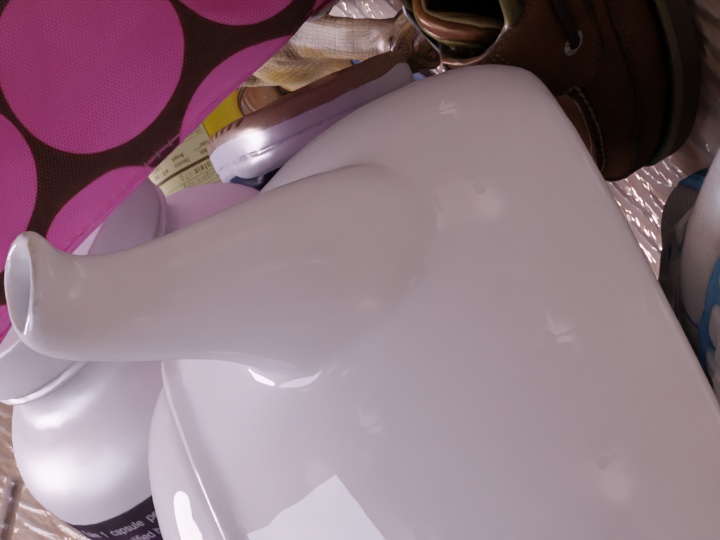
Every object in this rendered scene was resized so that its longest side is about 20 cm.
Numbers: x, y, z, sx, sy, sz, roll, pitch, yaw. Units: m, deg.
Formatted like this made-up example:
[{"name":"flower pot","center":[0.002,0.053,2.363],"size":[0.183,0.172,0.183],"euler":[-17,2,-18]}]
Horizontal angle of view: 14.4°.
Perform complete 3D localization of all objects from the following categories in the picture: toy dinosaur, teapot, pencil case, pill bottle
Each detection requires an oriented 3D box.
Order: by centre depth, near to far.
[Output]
[{"name":"teapot","center":[0.016,0.059,0.693],"size":[0.201,0.145,0.197],"euler":[63,-178,0]},{"name":"pencil case","center":[-0.073,-0.061,0.740],"size":[0.094,0.200,0.091],"euler":[49,168,-17]},{"name":"pill bottle","center":[-0.024,0.051,0.850],"size":[0.200,0.113,0.112],"euler":[38,178,-27]},{"name":"toy dinosaur","center":[-0.041,-0.080,0.972],"size":[0.101,0.058,0.200],"euler":[32,167,-23]}]

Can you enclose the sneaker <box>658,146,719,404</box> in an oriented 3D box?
[{"name":"sneaker","center":[0.099,0.000,0.693],"size":[0.087,0.075,0.200],"euler":[57,170,31]}]

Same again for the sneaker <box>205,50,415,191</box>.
[{"name":"sneaker","center":[0.000,0.000,0.928],"size":[0.200,0.070,0.109],"euler":[121,126,-81]}]

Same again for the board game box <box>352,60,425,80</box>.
[{"name":"board game box","center":[0.059,0.027,1.023],"size":[0.151,0.036,0.201],"euler":[40,160,58]}]

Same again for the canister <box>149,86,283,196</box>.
[{"name":"canister","center":[-0.042,-0.006,1.163],"size":[0.201,0.086,0.149],"euler":[63,180,21]}]

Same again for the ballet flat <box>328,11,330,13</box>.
[{"name":"ballet flat","center":[-0.035,-0.136,0.981],"size":[0.067,0.047,0.200],"euler":[26,167,11]}]

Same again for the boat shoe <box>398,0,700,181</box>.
[{"name":"boat shoe","center":[0.037,-0.082,0.727],"size":[0.072,0.068,0.200],"euler":[46,166,34]}]
